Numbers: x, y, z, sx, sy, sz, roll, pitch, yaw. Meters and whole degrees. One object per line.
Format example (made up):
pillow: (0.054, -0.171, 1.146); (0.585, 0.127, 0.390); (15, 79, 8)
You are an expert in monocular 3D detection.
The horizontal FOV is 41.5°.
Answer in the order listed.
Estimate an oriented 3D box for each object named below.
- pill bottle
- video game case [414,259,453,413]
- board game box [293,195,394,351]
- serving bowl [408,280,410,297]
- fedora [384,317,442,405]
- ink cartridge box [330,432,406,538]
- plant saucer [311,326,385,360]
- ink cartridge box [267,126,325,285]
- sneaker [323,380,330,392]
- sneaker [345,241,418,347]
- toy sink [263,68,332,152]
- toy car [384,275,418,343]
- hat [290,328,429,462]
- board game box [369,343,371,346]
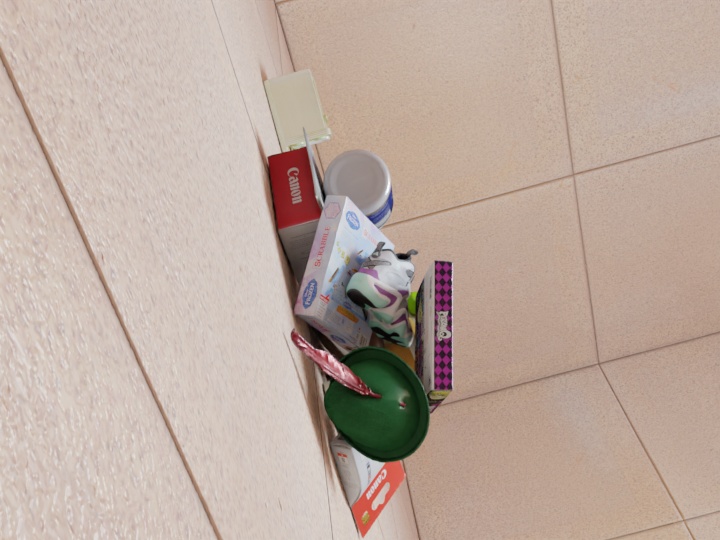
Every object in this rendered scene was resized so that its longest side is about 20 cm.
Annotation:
pill bottle: (0.000, -0.129, 1.671); (0.200, 0.115, 0.116); (72, 3, -79)
video game case: (0.112, 0.108, 1.478); (0.181, 0.036, 0.201); (107, -15, -69)
board game box: (-0.022, 0.011, 1.541); (0.200, 0.041, 0.201); (43, 58, -57)
serving bowl: (0.000, 0.000, 1.768); (0.200, 0.199, 0.066); (72, 28, -66)
fedora: (0.084, 0.176, 1.766); (0.201, 0.081, 0.202); (157, -90, -82)
ink cartridge box: (0.031, 0.314, 1.552); (0.162, 0.050, 0.201); (-46, 126, -45)
plant saucer: (-0.032, 0.097, 1.679); (0.200, 0.032, 0.201); (42, 24, -24)
ink cartridge box: (-0.100, -0.112, 1.601); (0.201, 0.083, 0.176); (-103, 177, -46)
sneaker: (0.009, 0.243, 1.663); (0.200, 0.111, 0.077); (74, 2, -51)
sneaker: (0.062, 0.030, 1.557); (0.140, 0.077, 0.200); (-60, 146, -21)
toy sink: (-0.126, -0.322, 2.063); (0.130, 0.111, 0.201); (-80, 155, -85)
toy car: (0.082, 0.090, 1.956); (0.200, 0.157, 0.165); (-47, 155, -67)
hat: (-0.023, 0.197, 1.340); (0.200, 0.166, 0.176); (43, 23, 19)
board game box: (0.049, 0.222, 1.803); (0.200, 0.019, 0.103); (69, -5, -60)
